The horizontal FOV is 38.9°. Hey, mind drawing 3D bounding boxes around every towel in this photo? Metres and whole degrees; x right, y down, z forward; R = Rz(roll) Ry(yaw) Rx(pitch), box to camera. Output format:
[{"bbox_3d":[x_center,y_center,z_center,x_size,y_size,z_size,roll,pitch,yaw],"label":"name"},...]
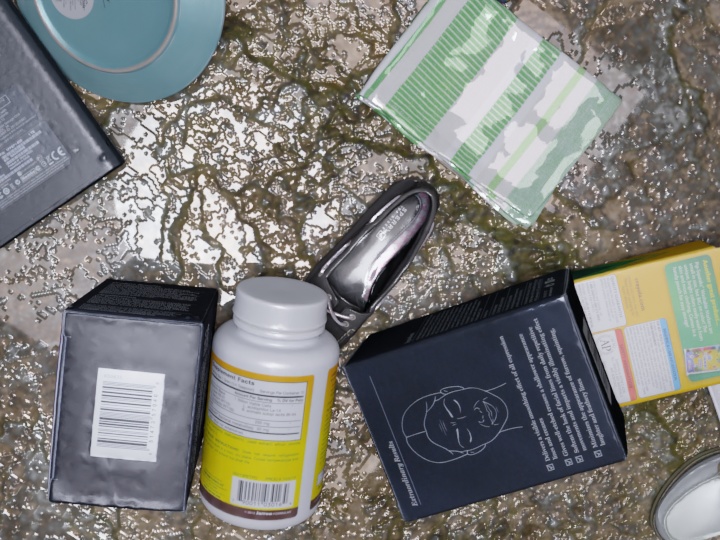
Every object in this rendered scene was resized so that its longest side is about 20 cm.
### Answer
[{"bbox_3d":[0.118,-0.155,0.925,0.200,0.023,0.153,36,91,-8],"label":"towel"}]

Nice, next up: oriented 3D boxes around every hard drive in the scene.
[{"bbox_3d":[-0.318,-0.137,0.874,0.139,0.033,0.200,-33,99,5],"label":"hard drive"}]

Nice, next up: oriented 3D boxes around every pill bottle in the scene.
[{"bbox_3d":[-0.078,0.111,0.877,0.109,0.109,0.200,6,106,-6],"label":"pill bottle"}]

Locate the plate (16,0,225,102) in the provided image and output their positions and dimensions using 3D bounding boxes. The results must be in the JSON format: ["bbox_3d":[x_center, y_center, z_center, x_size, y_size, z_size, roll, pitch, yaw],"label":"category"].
[{"bbox_3d":[-0.206,-0.231,0.836,0.200,0.026,0.200,8,118,15],"label":"plate"}]

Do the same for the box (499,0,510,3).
[{"bbox_3d":[0.107,-0.367,0.850,0.192,0.122,0.200,32,93,-8],"label":"box"}]

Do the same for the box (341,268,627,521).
[{"bbox_3d":[0.110,0.106,0.882,0.200,0.107,0.149,-19,97,15],"label":"box"}]

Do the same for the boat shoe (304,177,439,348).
[{"bbox_3d":[0.000,0.000,0.913,0.067,0.057,0.200,37,92,-8],"label":"boat shoe"}]

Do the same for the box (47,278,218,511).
[{"bbox_3d":[-0.179,0.093,0.835,0.104,0.200,0.148,6,95,-6],"label":"box"}]

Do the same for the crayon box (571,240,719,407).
[{"bbox_3d":[0.265,0.051,0.934,0.200,0.052,0.126,-14,98,6],"label":"crayon box"}]

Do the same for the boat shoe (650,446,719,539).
[{"bbox_3d":[0.370,0.202,0.966,0.200,0.068,0.075,-31,98,-1],"label":"boat shoe"}]

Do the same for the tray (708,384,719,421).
[{"bbox_3d":[0.424,0.082,0.982,0.200,0.022,0.108,-23,99,-3],"label":"tray"}]
